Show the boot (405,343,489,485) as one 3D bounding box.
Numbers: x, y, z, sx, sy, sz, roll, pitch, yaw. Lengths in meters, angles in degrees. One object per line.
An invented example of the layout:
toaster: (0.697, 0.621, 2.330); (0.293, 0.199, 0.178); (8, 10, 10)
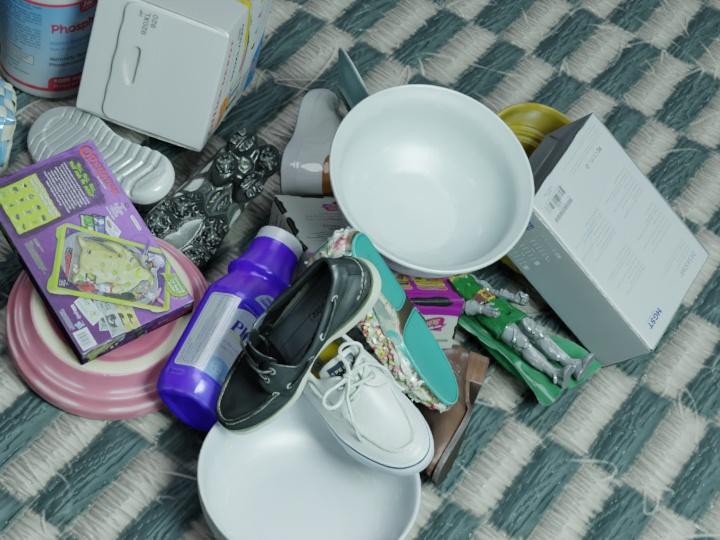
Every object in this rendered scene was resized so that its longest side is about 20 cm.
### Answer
boot: (0.010, 0.108, 1.647); (0.200, 0.064, 0.187); (21, 33, 2)

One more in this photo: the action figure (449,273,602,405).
action figure: (0.138, 0.048, 1.732); (0.200, 0.055, 0.118); (36, 31, 24)

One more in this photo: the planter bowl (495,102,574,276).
planter bowl: (0.171, -0.067, 1.810); (0.200, 0.083, 0.201); (14, 66, -33)

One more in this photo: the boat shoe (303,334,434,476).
boat shoe: (-0.012, 0.094, 1.537); (0.075, 0.086, 0.202); (-36, 64, -13)

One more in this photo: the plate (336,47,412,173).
plate: (0.017, -0.138, 1.806); (0.026, 0.200, 0.200); (-29, 55, 0)

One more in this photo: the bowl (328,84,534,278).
bowl: (0.059, -0.070, 1.661); (0.200, 0.090, 0.202); (5, 64, -11)

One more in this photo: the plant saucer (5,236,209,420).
plant saucer: (-0.234, 0.041, 1.636); (0.200, 0.051, 0.201); (4, 60, -7)

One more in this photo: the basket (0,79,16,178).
basket: (-0.445, -0.126, 1.696); (0.200, 0.177, 0.139); (7, 30, -25)

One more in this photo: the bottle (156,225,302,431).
bottle: (-0.115, 0.050, 1.615); (0.065, 0.084, 0.200); (6, 55, 34)

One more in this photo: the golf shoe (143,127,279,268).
golf shoe: (-0.164, -0.056, 1.766); (0.200, 0.094, 0.078); (-44, 98, -15)

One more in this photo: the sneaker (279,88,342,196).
sneaker: (-0.029, -0.131, 1.835); (0.084, 0.073, 0.200); (2, 32, 7)

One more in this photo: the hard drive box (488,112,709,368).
hard drive box: (0.239, -0.030, 1.746); (0.200, 0.077, 0.156); (49, 52, -13)

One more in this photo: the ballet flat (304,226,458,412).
ballet flat: (0.018, 0.048, 1.579); (0.200, 0.064, 0.076); (59, 33, -18)

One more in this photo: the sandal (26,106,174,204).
sandal: (-0.271, -0.108, 1.796); (0.202, 0.050, 0.082); (29, 67, 35)

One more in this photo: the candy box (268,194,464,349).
candy box: (0.000, 0.000, 1.705); (0.136, 0.061, 0.200); (1, 32, -23)

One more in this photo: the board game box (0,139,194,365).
board game box: (-0.256, -0.020, 1.622); (0.120, 0.032, 0.200); (-27, 69, -18)

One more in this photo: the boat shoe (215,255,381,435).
boat shoe: (-0.068, 0.062, 1.498); (0.066, 0.199, 0.075); (20, 33, -55)

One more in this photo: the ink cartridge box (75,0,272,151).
ink cartridge box: (-0.192, -0.247, 1.845); (0.144, 0.148, 0.200); (19, 32, 3)

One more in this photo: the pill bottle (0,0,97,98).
pill bottle: (-0.328, -0.289, 1.847); (0.108, 0.200, 0.109); (6, 47, -7)

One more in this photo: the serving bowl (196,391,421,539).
serving bowl: (-0.049, 0.203, 1.545); (0.199, 0.066, 0.200); (6, 46, -6)
